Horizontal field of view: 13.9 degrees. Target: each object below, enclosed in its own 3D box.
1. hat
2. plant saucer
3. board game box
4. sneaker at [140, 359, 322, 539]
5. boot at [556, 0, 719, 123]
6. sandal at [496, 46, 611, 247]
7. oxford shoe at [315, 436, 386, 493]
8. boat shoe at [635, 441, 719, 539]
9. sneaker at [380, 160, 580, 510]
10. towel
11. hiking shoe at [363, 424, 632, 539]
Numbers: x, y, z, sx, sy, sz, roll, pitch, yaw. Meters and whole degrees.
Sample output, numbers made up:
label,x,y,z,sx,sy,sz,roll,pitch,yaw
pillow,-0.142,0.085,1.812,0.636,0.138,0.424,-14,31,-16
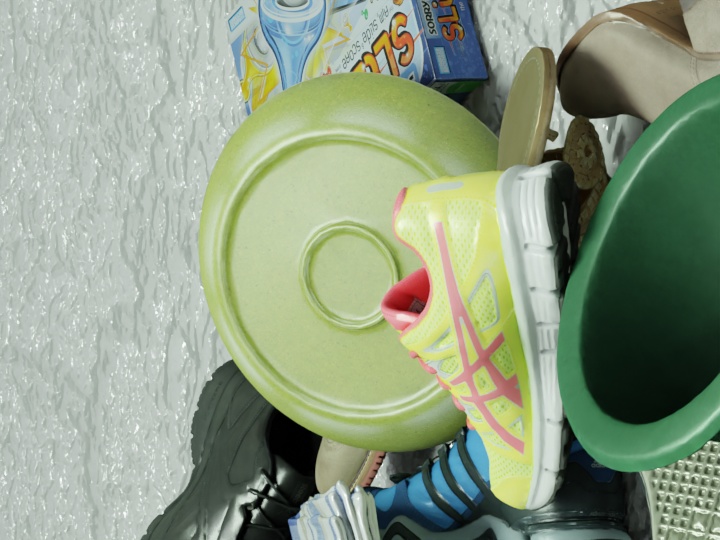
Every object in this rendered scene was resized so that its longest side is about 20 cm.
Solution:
label,x,y,z,sx,sy,sz,roll,pitch,yaw
hat,0.196,0.038,1.236,0.166,0.176,0.201,27,94,63
plant saucer,0.000,0.000,1.502,0.199,0.031,0.201,6,105,23
board game box,-0.006,-0.122,1.607,0.200,0.034,0.136,-42,58,54
sneaker,-0.067,0.140,1.659,0.091,0.076,0.201,-4,67,51
boot,0.160,-0.060,1.301,0.147,0.070,0.200,66,157,13
sandal,0.093,-0.023,1.385,0.212,0.069,0.078,107,169,-47
oxford shoe,-0.009,0.031,1.574,0.070,0.074,0.201,-109,28,-72
boat shoe,0.159,0.099,1.310,0.074,0.062,0.200,-35,51,15
sneaker,0.056,0.028,1.340,0.078,0.090,0.201,-75,-16,-49
towel,-0.002,0.182,1.485,0.200,0.024,0.148,136,121,-80
hiking shoe,0.068,0.108,1.483,0.200,0.074,0.087,-5,80,51
